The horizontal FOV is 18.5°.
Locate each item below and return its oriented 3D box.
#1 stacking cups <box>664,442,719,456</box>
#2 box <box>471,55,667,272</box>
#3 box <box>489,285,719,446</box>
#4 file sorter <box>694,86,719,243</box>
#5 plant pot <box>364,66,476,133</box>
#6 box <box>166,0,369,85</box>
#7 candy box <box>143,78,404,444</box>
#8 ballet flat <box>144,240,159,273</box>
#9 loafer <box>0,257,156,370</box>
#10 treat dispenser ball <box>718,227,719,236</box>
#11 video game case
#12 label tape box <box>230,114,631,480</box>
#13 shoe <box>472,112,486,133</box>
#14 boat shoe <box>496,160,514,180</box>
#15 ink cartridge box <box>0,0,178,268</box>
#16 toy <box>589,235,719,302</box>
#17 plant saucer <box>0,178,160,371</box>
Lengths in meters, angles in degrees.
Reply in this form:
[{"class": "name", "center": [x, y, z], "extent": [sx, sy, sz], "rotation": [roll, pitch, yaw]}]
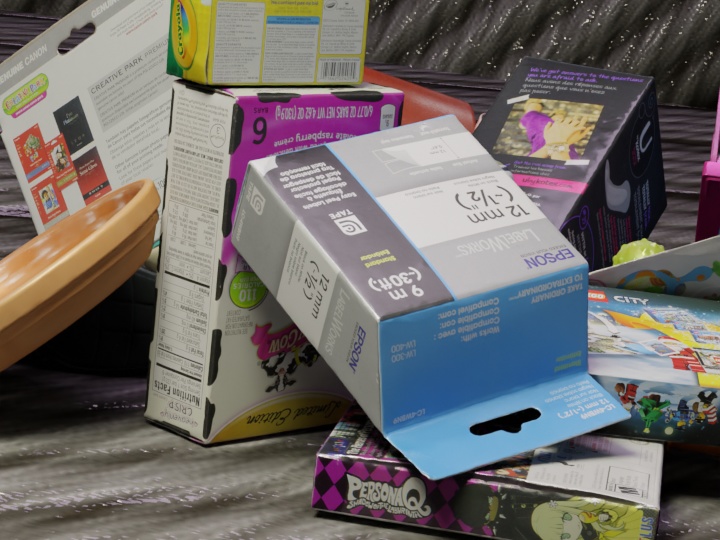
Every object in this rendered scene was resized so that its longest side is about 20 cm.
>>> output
[{"class": "stacking cups", "center": [0.169, 0.083, 1.338], "extent": [0.198, 0.061, 0.060], "rotation": [11, 12, 10]}, {"class": "box", "center": [0.127, -0.038, 1.533], "extent": [0.105, 0.123, 0.200], "rotation": [12, 45, 26]}, {"class": "box", "center": [0.140, 0.051, 1.279], "extent": [0.198, 0.038, 0.137], "rotation": [7, 20, -8]}, {"class": "file sorter", "center": [0.342, -0.065, 1.754], "extent": [0.138, 0.126, 0.200], "rotation": [8, -28, 10]}, {"class": "plant pot", "center": [-0.020, -0.083, 1.760], "extent": [0.194, 0.202, 0.201], "rotation": [13, 10, -11]}, {"class": "box", "center": [-0.047, -0.207, 1.240], "extent": [0.117, 0.202, 0.048], "rotation": [-4, 15, -40]}, {"class": "candy box", "center": [-0.049, -0.009, 1.284], "extent": [0.136, 0.202, 0.061], "rotation": [-6, 18, -44]}, {"class": "ballet flat", "center": [-0.047, 0.004, 1.389], "extent": [0.198, 0.070, 0.069], "rotation": [-8, 6, 19]}, {"class": "loafer", "center": [-0.197, 0.020, 1.399], "extent": [0.198, 0.073, 0.072], "rotation": [7, 6, -2]}, {"class": "treat dispenser ball", "center": [0.349, -0.012, 1.541], "extent": [0.199, 0.203, 0.201], "rotation": [6, 11, -1]}, {"class": "video game case", "center": [0.077, 0.104, 1.217], "extent": [0.180, 0.036, 0.200], "rotation": [9, 11, 7]}, {"class": "label tape box", "center": [0.042, 0.010, 1.181], "extent": [0.142, 0.066, 0.200], "rotation": [-14, 46, -33]}, {"class": "shoe", "center": [0.083, -0.068, 1.640], "extent": [0.071, 0.092, 0.199], "rotation": [14, 14, 35]}, {"class": "boat shoe", "center": [0.003, -0.064, 1.410], "extent": [0.198, 0.063, 0.072], "rotation": [-3, -7, -16]}, {"class": "ink cartridge box", "center": [-0.151, -0.103, 1.560], "extent": [0.199, 0.177, 0.084], "rotation": [-28, -10, 34]}, {"class": "toy", "center": [0.191, 0.013, 1.378], "extent": [0.198, 0.115, 0.047], "rotation": [-13, 48, 16]}, {"class": "plant saucer", "center": [-0.193, 0.017, 1.261], "extent": [0.199, 0.038, 0.200], "rotation": [-32, 11, 7]}]
